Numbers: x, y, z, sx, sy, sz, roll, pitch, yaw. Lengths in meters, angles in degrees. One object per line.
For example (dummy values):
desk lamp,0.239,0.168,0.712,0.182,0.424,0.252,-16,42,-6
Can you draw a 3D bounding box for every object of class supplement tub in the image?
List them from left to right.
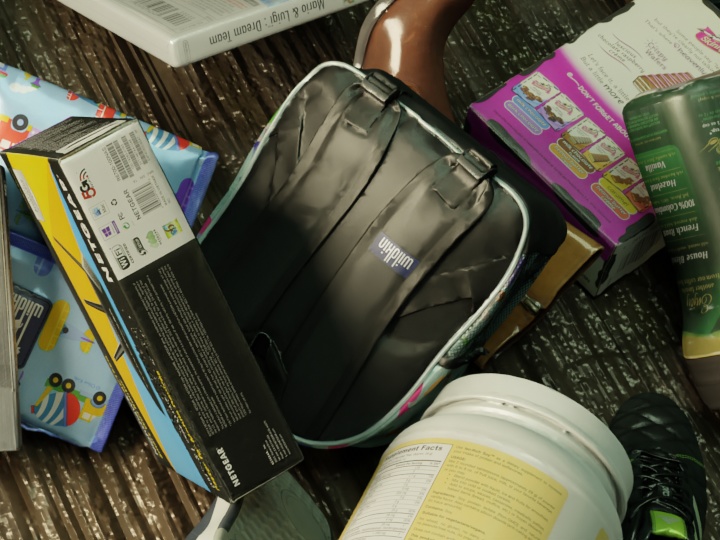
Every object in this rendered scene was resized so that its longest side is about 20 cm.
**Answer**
supplement tub,0.055,0.169,1.272,0.145,0.146,0.200,26,54,7

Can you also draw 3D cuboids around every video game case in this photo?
video game case,-0.085,-0.189,1.508,0.181,0.024,0.200,-22,29,-24

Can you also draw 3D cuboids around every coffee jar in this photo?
coffee jar,0.231,-0.020,1.432,0.104,0.085,0.201,-14,90,-28

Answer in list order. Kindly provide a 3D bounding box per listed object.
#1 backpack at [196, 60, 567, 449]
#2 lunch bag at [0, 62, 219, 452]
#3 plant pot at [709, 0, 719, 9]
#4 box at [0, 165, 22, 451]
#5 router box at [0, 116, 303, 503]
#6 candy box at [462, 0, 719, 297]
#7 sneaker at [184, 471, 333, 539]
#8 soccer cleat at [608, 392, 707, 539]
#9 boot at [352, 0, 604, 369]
backpack,0.000,0.000,1.366,0.177,0.151,0.200,38,97,16
lunch bag,-0.190,0.002,1.370,0.150,0.094,0.201,22,78,-8
plant pot,0.233,-0.259,1.596,0.200,0.200,0.135,26,79,7
box,-0.289,0.027,1.300,0.199,0.048,0.159,-3,88,-4
router box,-0.113,0.017,1.264,0.051,0.149,0.201,-29,103,-15
candy box,0.179,-0.090,1.530,0.200,0.061,0.136,-33,67,-28
sneaker,-0.096,0.178,1.279,0.077,0.146,0.202,50,17,0
soccer cleat,0.169,0.147,1.350,0.067,0.081,0.201,12,54,-3
boot,0.066,-0.071,1.445,0.200,0.068,0.188,41,90,18
